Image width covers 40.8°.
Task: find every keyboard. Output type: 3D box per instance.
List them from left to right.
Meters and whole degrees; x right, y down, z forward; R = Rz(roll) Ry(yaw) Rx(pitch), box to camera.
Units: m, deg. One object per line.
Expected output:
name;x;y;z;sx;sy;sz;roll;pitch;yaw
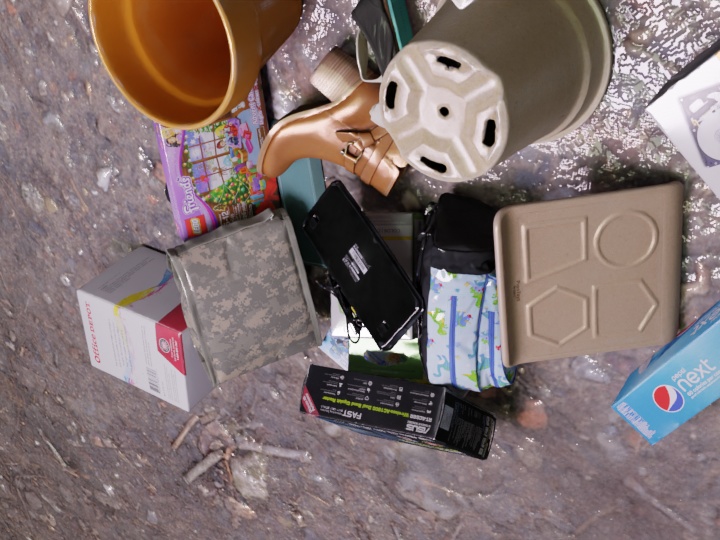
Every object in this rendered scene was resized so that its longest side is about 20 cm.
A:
keyboard;0.000;0.000;1.099;0.104;0.039;0.201;-47;58;25

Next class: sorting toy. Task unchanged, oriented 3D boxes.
sorting toy;0.235;0.004;1.000;0.197;0.037;0.188;-10;119;-2

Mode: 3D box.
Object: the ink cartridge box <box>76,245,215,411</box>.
ink cartridge box;-0.290;0.080;1.424;0.198;0.145;0.147;19;129;25

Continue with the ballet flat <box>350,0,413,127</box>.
ballet flat;0.039;-0.200;1.036;0.068;0.068;0.203;-17;89;30

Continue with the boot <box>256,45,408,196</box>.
boot;-0.024;-0.139;1.127;0.154;0.074;0.200;42;128;-1

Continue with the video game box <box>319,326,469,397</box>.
video game box;0.059;0.099;1.249;0.199;0.047;0.183;39;131;9

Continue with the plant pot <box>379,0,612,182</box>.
plant pot;0.117;-0.183;0.926;0.198;0.183;0.203;18;127;25

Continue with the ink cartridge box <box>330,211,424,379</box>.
ink cartridge box;0.021;0.031;1.156;0.102;0.059;0.204;1;94;19

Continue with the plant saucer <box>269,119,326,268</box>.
plant saucer;-0.075;-0.093;1.243;0.069;0.019;0.203;11;125;31

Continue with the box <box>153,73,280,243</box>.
box;-0.179;-0.147;1.201;0.039;0.135;0.203;43;146;53

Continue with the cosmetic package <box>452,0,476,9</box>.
cosmetic package;0.121;-0.310;0.828;0.071;0.200;0.106;-33;98;43

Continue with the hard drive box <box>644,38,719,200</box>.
hard drive box;0.379;-0.123;0.847;0.200;0.077;0.156;48;135;-1

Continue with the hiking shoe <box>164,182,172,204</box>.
hiking shoe;-0.223;-0.100;1.285;0.075;0.100;0.202;27;129;29

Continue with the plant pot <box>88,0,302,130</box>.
plant pot;-0.164;-0.284;1.067;0.198;0.183;0.203;18;128;25

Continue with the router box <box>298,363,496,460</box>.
router box;0.045;0.173;1.176;0.198;0.063;0.149;6;166;34

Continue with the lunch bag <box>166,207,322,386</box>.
lunch bag;-0.153;0.022;1.249;0.118;0.162;0.202;-129;24;-51

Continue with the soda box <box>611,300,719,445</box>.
soda box;0.355;0.098;1.014;0.064;0.068;0.200;43;134;6

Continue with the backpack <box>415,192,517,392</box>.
backpack;0.121;0.040;1.083;0.151;0.164;0.203;15;115;1
